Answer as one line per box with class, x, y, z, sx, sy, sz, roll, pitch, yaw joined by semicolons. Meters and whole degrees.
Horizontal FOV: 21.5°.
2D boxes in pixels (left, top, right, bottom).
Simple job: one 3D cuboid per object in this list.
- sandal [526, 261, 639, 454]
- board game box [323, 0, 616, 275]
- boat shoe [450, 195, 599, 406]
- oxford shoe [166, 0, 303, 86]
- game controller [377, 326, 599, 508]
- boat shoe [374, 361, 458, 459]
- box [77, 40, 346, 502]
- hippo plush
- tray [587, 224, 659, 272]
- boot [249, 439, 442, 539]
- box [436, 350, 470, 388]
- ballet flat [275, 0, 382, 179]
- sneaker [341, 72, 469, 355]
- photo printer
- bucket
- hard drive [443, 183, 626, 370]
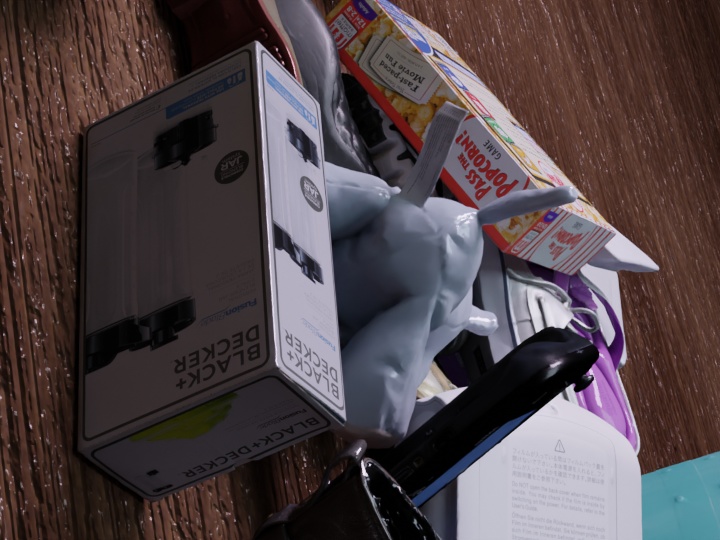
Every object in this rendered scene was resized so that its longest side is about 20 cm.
sandal;0.157;0.040;1.341;0.082;0.050;0.204;-8;71;-47
board game box;0.072;-0.091;1.258;0.200;0.046;0.151;51;13;20
boat shoe;0.116;0.040;1.273;0.075;0.085;0.204;124;-45;-61
oxford shoe;-0.063;-0.122;1.135;0.075;0.070;0.202;22;50;-67
game controller;0.040;0.101;0.993;0.042;0.200;0.104;49;20;3
boat shoe;0.073;0.139;1.198;0.201;0.073;0.063;52;30;-17
box;-0.075;-0.002;0.927;0.060;0.116;0.201;43;33;-45
hippo plush;0.000;0.000;1.071;0.159;0.201;0.161;36;-1;6
tray;0.123;-0.059;1.374;0.200;0.022;0.107;42;12;22
boot;-0.017;0.184;0.805;0.201;0.173;0.069;60;23;-16
box;0.123;0.077;1.410;0.138;0.039;0.200;61;23;-11
ballet flat;-0.036;-0.097;1.214;0.202;0.066;0.057;69;-19;2
sneaker;0.031;-0.042;1.277;0.201;0.066;0.090;65;24;1
photo printer;0.092;0.169;1.102;0.165;0.069;0.202;13;70;-37
bucket;0.210;0.225;1.268;0.207;0.134;0.209;-13;90;-89
hard drive;0.120;-0.020;1.425;0.200;0.026;0.132;39;26;-19
